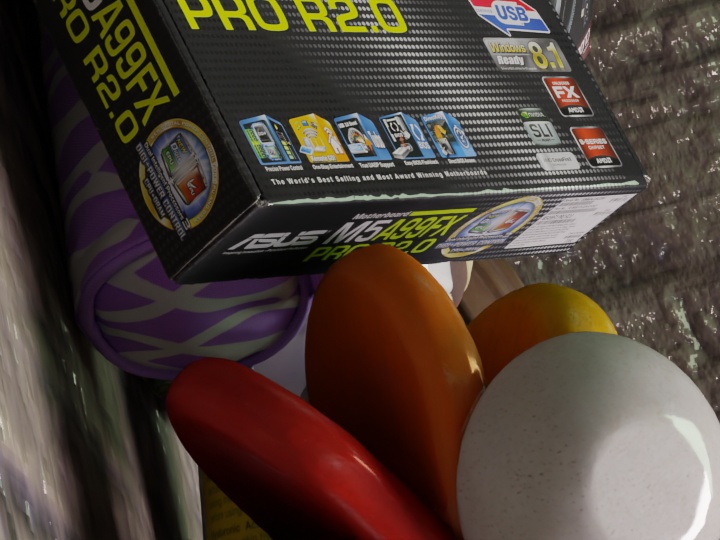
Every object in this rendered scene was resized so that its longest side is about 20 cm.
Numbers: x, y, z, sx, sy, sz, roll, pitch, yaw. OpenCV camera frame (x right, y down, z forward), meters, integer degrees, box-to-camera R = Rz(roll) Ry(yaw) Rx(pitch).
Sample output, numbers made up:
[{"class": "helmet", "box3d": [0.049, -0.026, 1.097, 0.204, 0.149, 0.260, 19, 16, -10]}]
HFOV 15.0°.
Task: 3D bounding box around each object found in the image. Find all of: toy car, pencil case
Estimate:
[{"class": "toy car", "box3d": [0.001, 0.090, 0.791, 0.175, 0.149, 0.201, -2, -108, 63]}, {"class": "pencil case", "box3d": [-0.061, -0.061, 0.890, 0.084, 0.085, 0.201, 64, 11, -56]}]

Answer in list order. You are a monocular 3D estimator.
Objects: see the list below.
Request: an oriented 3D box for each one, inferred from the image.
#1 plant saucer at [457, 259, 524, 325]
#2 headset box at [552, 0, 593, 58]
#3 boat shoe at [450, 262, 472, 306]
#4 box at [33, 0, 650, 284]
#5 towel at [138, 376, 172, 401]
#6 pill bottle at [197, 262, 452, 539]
[{"class": "plant saucer", "box3d": [0.013, 0.058, 1.343, 0.029, 0.199, 0.201, -22, 102, -47]}, {"class": "headset box", "box3d": [0.050, -0.136, 1.188, 0.149, 0.077, 0.201, -56, 155, -49]}, {"class": "boat shoe", "box3d": [0.000, 0.000, 1.157, 0.200, 0.072, 0.072, 54, 44, -70]}, {"class": "box", "box3d": [-0.013, -0.079, 0.856, 0.199, 0.044, 0.161, -4, 62, -50]}, {"class": "towel", "box3d": [-0.057, -0.013, 1.051, 0.200, 0.023, 0.145, 52, 39, -78]}, {"class": "pill bottle", "box3d": [-0.001, 0.085, 0.955, 0.111, 0.111, 0.201, 69, 15, -77]}]
